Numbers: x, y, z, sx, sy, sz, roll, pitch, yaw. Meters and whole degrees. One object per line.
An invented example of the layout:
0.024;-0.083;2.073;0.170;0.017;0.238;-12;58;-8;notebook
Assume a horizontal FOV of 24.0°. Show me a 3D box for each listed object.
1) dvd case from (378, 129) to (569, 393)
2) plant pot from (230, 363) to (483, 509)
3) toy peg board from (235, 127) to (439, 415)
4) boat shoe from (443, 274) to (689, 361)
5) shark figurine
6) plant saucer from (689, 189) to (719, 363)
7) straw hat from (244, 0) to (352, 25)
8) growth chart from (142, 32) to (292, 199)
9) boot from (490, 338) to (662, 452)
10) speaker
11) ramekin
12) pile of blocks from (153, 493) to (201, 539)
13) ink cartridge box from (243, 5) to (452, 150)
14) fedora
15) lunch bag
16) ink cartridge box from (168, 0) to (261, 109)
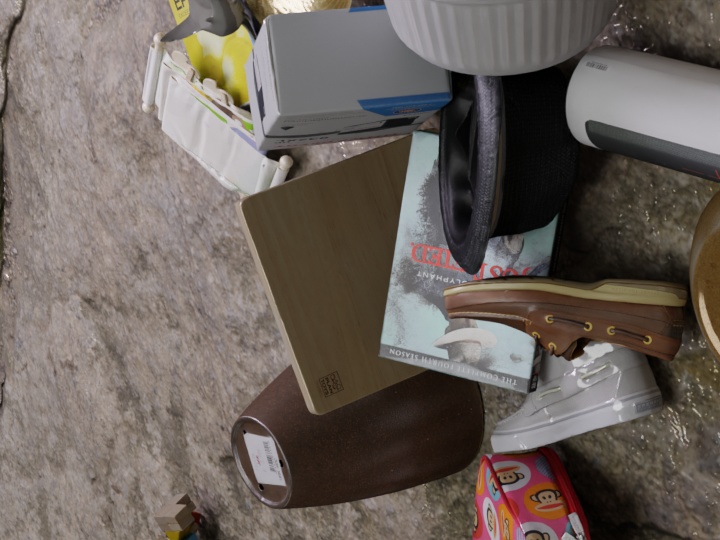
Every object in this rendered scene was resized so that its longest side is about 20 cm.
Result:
0.097;-0.009;1.436;0.145;0.022;0.201;13;101;24;dvd case
-0.018;0.145;1.615;0.187;0.199;0.188;28;129;42;plant pot
0.000;0.000;1.532;0.201;0.198;0.098;70;162;-6;toy peg board
0.162;0.039;1.358;0.199;0.072;0.068;2;89;18;boat shoe
-0.148;-0.236;1.544;0.215;0.089;0.129;-112;-3;-75;shark figurine
0.313;0.025;1.255;0.200;0.035;0.201;30;131;42;plant saucer
-0.038;-0.305;1.493;0.201;0.085;0.202;28;128;41;straw hat
-0.150;-0.144;1.726;0.200;0.018;0.145;43;148;3;growth chart
0.176;0.096;1.459;0.200;0.073;0.096;-25;78;50;boot
0.248;-0.109;1.230;0.200;0.081;0.082;22;126;45;speaker
0.104;-0.228;1.263;0.202;0.202;0.095;34;145;38;ramekin
-0.218;0.344;2.117;0.082;0.062;0.200;37;143;13;pile of blocks
-0.014;-0.159;1.418;0.200;0.144;0.084;156;106;-81;ink cartridge box
0.121;-0.095;1.340;0.201;0.091;0.202;179;90;-82;fedora
0.156;0.276;1.504;0.176;0.081;0.201;-110;16;-58;lunch bag
-0.120;-0.266;1.659;0.197;0.047;0.201;-15;99;56;ink cartridge box
